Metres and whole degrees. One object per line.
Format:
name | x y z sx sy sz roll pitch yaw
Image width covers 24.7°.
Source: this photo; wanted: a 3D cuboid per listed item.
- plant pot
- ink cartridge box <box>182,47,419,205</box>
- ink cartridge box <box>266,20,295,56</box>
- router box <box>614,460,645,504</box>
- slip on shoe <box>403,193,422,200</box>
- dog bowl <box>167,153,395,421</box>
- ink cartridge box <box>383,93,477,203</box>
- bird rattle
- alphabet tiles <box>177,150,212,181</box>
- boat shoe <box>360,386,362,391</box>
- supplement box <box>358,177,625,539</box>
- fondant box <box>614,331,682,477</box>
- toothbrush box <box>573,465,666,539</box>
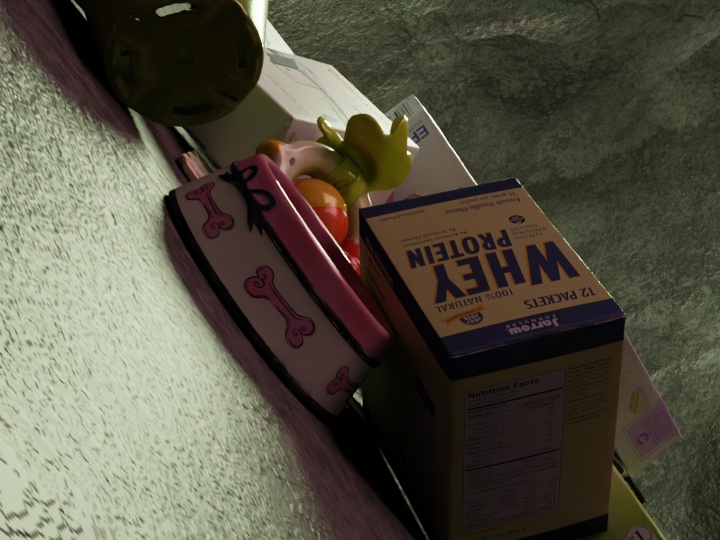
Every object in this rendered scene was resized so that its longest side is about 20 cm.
plant pot | -0.145 -0.216 1.302 0.200 0.199 0.191 51 17 -40
ink cartridge box | -0.063 -0.132 1.501 0.146 0.086 0.199 45 22 29
ink cartridge box | -0.097 -0.162 1.729 0.146 0.084 0.201 50 17 -33
router box | 0.169 0.193 1.632 0.062 0.149 0.201 51 5 -42
slip on shoe | 0.068 -0.038 1.586 0.074 0.061 0.200 50 9 13
dog bowl | -0.050 0.004 1.172 0.201 0.074 0.200 54 3 -4
ink cartridge box | 0.028 -0.049 1.686 0.200 0.196 0.043 51 5 -35
bird rattle | -0.029 -0.031 1.341 0.162 0.112 0.203 8 82 -44
alphabet tiles | -0.087 -0.021 1.385 0.196 0.015 0.200 54 4 -5
boat shoe | 0.067 0.140 1.414 0.200 0.073 0.065 53 -1 -33
supplement box | 0.092 0.074 1.236 0.200 0.133 0.202 -122 -155 -51
fondant box | 0.175 0.062 1.386 0.145 0.058 0.200 56 -2 -36
toothbrush box | 0.157 0.217 1.304 0.086 0.145 0.200 51 5 -37
